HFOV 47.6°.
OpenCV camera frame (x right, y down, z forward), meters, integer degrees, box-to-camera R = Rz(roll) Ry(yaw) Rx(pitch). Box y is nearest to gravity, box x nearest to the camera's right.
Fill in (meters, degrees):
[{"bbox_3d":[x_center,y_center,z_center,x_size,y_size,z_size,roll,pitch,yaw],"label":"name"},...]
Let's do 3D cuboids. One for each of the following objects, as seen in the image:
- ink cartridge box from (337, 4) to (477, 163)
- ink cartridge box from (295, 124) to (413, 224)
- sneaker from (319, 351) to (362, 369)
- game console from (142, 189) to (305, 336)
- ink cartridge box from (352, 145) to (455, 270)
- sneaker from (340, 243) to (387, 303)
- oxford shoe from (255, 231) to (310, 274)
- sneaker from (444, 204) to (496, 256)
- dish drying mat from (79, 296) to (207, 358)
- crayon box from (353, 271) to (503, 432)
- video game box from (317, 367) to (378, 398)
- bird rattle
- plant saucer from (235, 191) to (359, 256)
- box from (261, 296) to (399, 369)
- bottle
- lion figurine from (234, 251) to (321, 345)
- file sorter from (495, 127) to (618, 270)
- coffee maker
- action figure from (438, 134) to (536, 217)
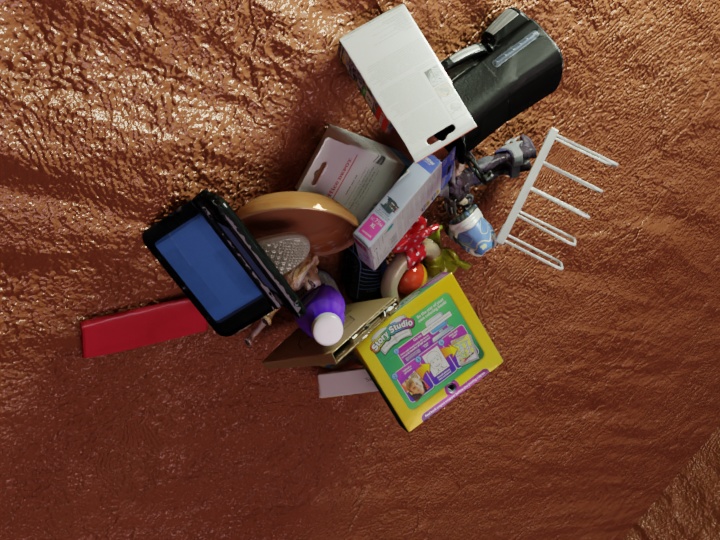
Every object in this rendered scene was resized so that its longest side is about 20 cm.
[{"bbox_3d":[0.063,-0.250,1.119,0.108,0.202,0.050,-30,174,-10],"label":"ink cartridge box"},{"bbox_3d":[-0.017,-0.144,1.242,0.198,0.068,0.117,13,117,-43],"label":"ink cartridge box"},{"bbox_3d":[-0.028,0.121,1.471,0.198,0.075,0.090,0,118,-48],"label":"sneaker"},{"bbox_3d":[-0.190,0.004,1.121,0.116,0.175,0.201,-40,110,-10],"label":"game console"},{"bbox_3d":[0.068,-0.101,1.228,0.200,0.042,0.120,-48,166,-9],"label":"ink cartridge box"},{"bbox_3d":[0.000,0.000,1.378,0.077,0.070,0.202,-37,140,-14],"label":"sneaker"},{"bbox_3d":[-0.168,-0.017,1.210,0.196,0.058,0.076,-22,130,13],"label":"oxford shoe"},{"bbox_3d":[0.194,-0.060,1.415,0.075,0.078,0.200,-35,175,10],"label":"sneaker"},{"bbox_3d":[-0.327,0.084,1.247,0.197,0.018,0.078,-14,133,-29],"label":"dish drying mat"},{"bbox_3d":[0.106,0.131,1.331,0.198,0.058,0.174,-34,96,-9],"label":"crayon box"},{"bbox_3d":[0.030,0.193,1.461,0.195,0.048,0.182,-8,175,3],"label":"video game box"},{"bbox_3d":[0.096,-0.008,1.363,0.165,0.112,0.199,-59,156,10],"label":"bird rattle"},{"bbox_3d":[-0.098,-0.068,1.203,0.195,0.038,0.201,-2,162,-1],"label":"plant saucer"},{"bbox_3d":[-0.051,0.102,1.316,0.163,0.198,0.022,-40,108,-37],"label":"box"},{"bbox_3d":[-0.065,0.060,1.285,0.083,0.200,0.065,-44,109,5],"label":"bottle"},{"bbox_3d":[-0.140,0.039,1.290,0.072,0.199,0.123,44,58,-11],"label":"lion figurine"},{"bbox_3d":[0.326,-0.116,1.362,0.203,0.123,0.139,-64,171,12],"label":"file sorter"},{"bbox_3d":[0.202,-0.262,1.219,0.198,0.135,0.194,-34,95,-5],"label":"coffee maker"},{"bbox_3d":[0.201,-0.166,1.391,0.197,0.070,0.131,-22,143,-15],"label":"action figure"}]
